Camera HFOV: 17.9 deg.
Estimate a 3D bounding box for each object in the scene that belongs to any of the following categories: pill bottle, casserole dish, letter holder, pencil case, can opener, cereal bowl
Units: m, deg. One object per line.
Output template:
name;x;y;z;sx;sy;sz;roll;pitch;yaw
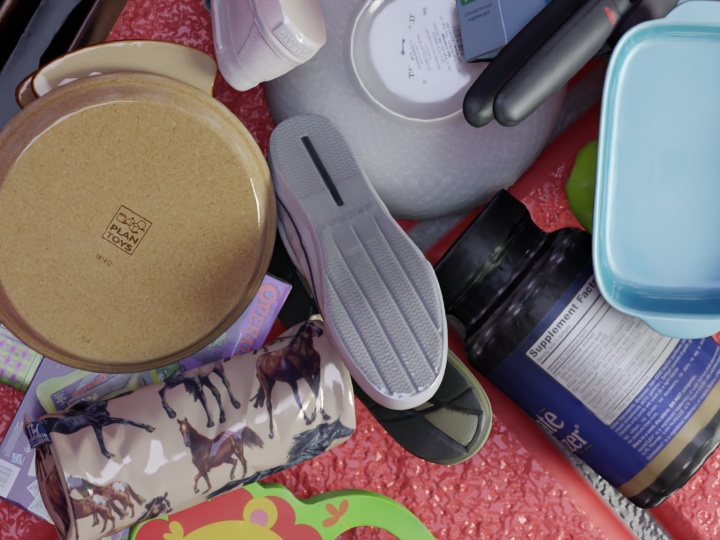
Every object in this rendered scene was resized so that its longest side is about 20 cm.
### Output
pill bottle;0.137;0.045;1.420;0.200;0.112;0.112;40;85;0
casserole dish;0.196;-0.061;1.358;0.121;0.039;0.200;2;100;-6
letter holder;-0.205;-0.171;1.398;0.101;0.142;0.200;29;85;-1
pencil case;-0.099;0.092;1.367;0.200;0.078;0.089;-20;70;-14
can opener;0.133;-0.147;1.343;0.200;0.063;0.079;-44;107;-33
cereal bowl;0.036;-0.134;1.440;0.200;0.083;0.200;0;86;-2

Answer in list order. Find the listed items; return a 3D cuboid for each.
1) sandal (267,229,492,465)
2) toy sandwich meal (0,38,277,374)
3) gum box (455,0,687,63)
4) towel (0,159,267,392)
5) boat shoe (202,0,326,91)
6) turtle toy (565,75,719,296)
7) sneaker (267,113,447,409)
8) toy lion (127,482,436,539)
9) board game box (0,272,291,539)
sandal;0.011;0.040;1.438;0.080;0.057;0.201;-41;73;17
toy sandwich meal;-0.146;-0.039;1.371;0.205;0.070;0.205;-4;107;-13
gum box;0.126;-0.232;1.423;0.170;0.045;0.200;-4;82;-37
towel;-0.144;-0.003;1.452;0.144;0.023;0.200;21;86;-2
boat shoe;-0.068;-0.180;1.404;0.069;0.200;0.072;-33;133;17
turtle toy;0.229;-0.058;1.433;0.200;0.101;0.146;-6;100;-5
sneaker;0.000;0.000;1.373;0.073;0.071;0.200;-17;64;-8
toy lion;-0.048;0.202;1.412;0.200;0.069;0.192;-32;96;-5
board game box;-0.139;0.072;1.423;0.120;0.032;0.200;27;91;0
